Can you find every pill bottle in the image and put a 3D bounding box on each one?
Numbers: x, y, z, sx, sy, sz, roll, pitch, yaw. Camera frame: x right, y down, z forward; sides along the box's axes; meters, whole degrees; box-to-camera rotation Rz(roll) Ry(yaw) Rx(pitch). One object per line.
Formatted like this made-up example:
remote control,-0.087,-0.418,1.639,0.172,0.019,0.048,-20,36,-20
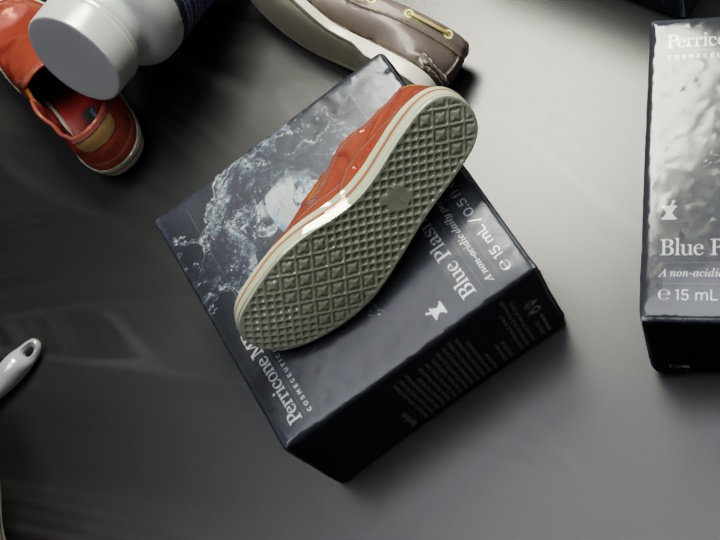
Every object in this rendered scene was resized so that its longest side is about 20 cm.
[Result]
pill bottle,-0.165,-0.231,1.019,0.110,0.112,0.201,19,60,23

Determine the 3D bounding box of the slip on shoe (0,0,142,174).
slip on shoe,-0.246,-0.159,1.068,0.074,0.061,0.200,-41,63,2

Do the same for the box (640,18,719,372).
box,0.278,-0.045,0.826,0.194,0.117,0.203,0,71,18

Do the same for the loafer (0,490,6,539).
loafer,-0.290,0.170,0.938,0.071,0.063,0.202,-19,88,-2

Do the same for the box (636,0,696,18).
box,0.179,-0.301,0.962,0.199,0.107,0.149,28,81,24

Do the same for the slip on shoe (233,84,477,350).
slip on shoe,-0.007,-0.033,0.828,0.201,0.074,0.061,-52,30,3

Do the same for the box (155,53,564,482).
box,0.000,0.000,0.909,0.199,0.117,0.198,-36,64,4

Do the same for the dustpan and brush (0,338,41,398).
dustpan and brush,-0.317,0.129,1.008,0.139,0.057,0.201,41,93,14

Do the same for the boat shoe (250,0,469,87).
boat shoe,-0.009,-0.194,1.007,0.199,0.072,0.060,34,78,22
